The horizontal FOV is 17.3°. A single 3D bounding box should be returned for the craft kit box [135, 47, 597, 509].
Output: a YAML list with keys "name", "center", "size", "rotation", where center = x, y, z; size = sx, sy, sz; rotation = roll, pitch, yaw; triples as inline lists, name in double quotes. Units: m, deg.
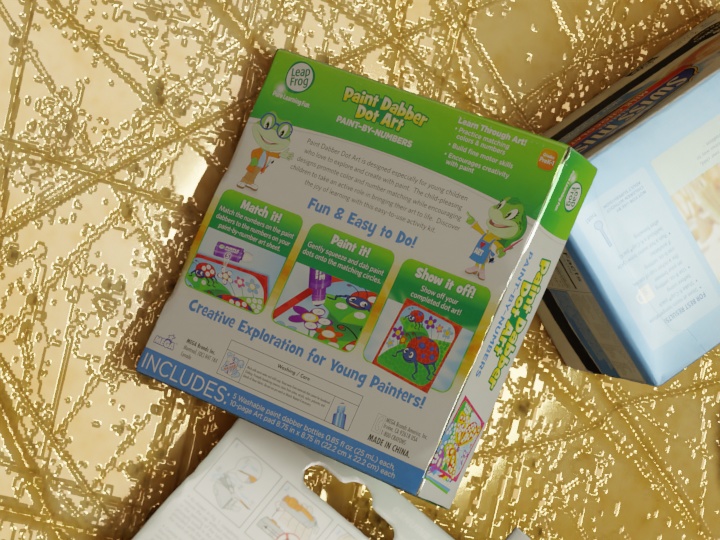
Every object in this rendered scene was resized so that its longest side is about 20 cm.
- name: "craft kit box"
  center: [0.000, 0.000, 1.269]
  size: [0.048, 0.199, 0.198]
  rotation: [26, 87, -57]

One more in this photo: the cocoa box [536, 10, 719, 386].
- name: "cocoa box"
  center: [0.189, -0.045, 1.344]
  size: [0.200, 0.131, 0.134]
  rotation: [-34, 101, -12]

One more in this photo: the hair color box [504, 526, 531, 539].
- name: "hair color box"
  center: [0.060, 0.250, 1.279]
  size: [0.100, 0.061, 0.200]
  rotation: [38, 79, 19]

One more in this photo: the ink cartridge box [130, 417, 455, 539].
- name: "ink cartridge box"
  center: [-0.056, 0.190, 1.309]
  size: [0.160, 0.047, 0.200]
  rotation: [40, 80, 3]
